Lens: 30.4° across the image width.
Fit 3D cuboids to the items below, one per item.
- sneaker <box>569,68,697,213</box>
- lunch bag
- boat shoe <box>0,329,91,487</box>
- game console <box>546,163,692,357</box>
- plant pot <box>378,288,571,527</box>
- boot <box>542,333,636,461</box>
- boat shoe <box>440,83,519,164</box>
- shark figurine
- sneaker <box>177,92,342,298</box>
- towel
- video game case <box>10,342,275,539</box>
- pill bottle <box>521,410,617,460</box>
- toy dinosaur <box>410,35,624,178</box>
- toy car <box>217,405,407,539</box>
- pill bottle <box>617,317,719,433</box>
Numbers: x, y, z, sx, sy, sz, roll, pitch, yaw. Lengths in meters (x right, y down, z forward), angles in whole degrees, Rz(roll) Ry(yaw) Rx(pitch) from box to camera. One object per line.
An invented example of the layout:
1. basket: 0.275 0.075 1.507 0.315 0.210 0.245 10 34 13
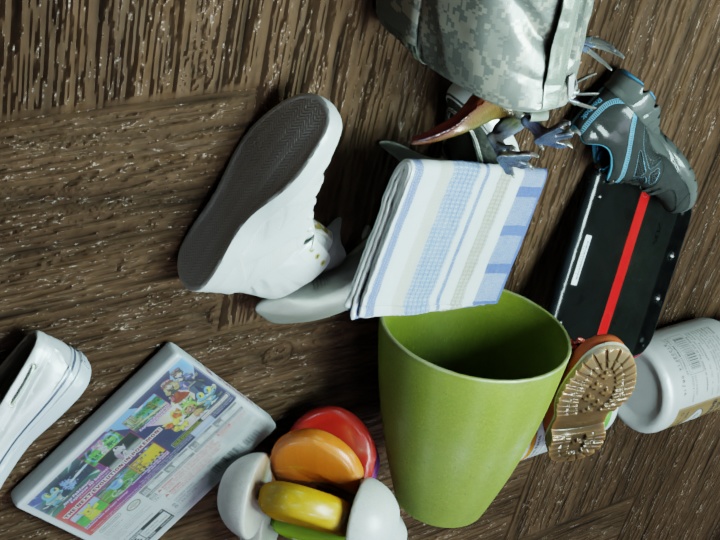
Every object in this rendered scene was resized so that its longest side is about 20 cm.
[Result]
1. sneaker: 0.274 -0.116 1.333 0.082 0.073 0.200 -40 131 4
2. lunch bag: 0.110 -0.234 1.000 0.138 0.168 0.202 -17 136 -27
3. boat shoe: -0.308 0.129 1.074 0.201 0.073 0.067 -50 127 -5
4. game console: 0.274 -0.005 1.421 0.175 0.031 0.203 9 100 -39
5. plant pot: 0.093 0.141 1.294 0.185 0.187 0.202 -10 123 -33
6. boot: 0.214 0.100 1.315 0.074 0.108 0.201 -2 149 -9
7. boat shoe: 0.106 -0.091 1.205 0.064 0.071 0.201 -40 143 -9
8. shark figurine: 0.019 -0.009 1.197 0.215 0.090 0.128 -47 144 5
9. sneaker: -0.057 -0.057 1.106 0.115 0.074 0.200 11 127 -47
10. towel: 0.077 -0.029 1.156 0.199 0.024 0.148 -3 120 -47
11. video game case: -0.196 0.174 1.235 0.200 0.023 0.182 -43 142 2
12. pill bottle: 0.177 0.148 1.454 0.198 0.111 0.112 -12 133 -31
13. toy dinosaur: 0.145 -0.181 1.106 0.198 0.184 0.105 11 151 -24
14. toy car: -0.037 0.214 1.313 0.200 0.173 0.152 74 30 -65
15. pill bottle: 0.404 0.120 1.617 0.198 0.114 0.115 -13 133 -32
